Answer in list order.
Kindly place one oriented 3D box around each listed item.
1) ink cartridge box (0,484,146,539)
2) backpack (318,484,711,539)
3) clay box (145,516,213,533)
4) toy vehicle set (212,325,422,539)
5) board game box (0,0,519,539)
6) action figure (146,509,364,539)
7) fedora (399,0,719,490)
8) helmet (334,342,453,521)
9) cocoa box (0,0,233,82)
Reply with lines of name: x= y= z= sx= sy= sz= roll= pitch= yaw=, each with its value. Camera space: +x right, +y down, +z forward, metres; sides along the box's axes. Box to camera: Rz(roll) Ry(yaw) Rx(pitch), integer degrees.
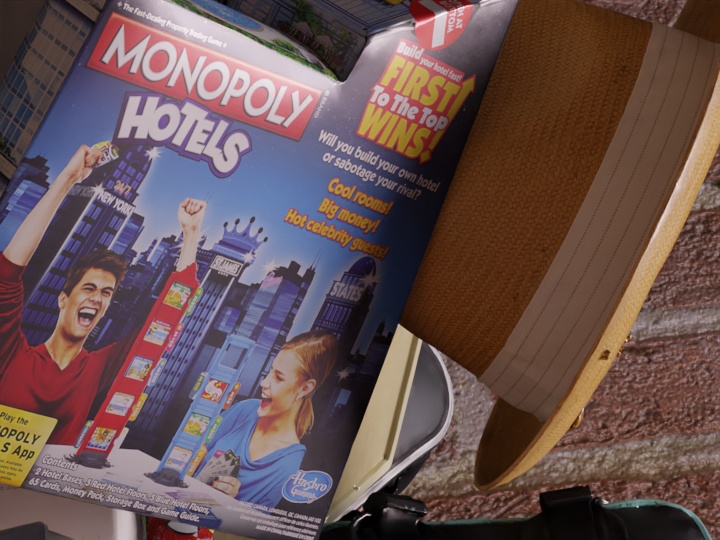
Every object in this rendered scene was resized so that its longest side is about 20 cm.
ink cartridge box: x=-0.109 y=0.139 z=0.836 sx=0.117 sy=0.067 sz=0.201 roll=87 pitch=-3 yaw=-63
backpack: x=0.054 y=0.197 z=0.833 sx=0.201 sy=0.174 sz=0.154 roll=-104 pitch=-159 yaw=-43
clay box: x=-0.068 y=0.088 z=1.047 sx=0.200 sy=0.047 sz=0.116 roll=-42 pitch=151 yaw=-51
toy vehicle set: x=0.000 y=0.000 z=0.866 sx=0.124 sy=0.026 sz=0.201 roll=-33 pitch=139 yaw=-65
board game box: x=-0.045 y=-0.026 z=0.718 sx=0.199 sy=0.062 sz=0.201 roll=21 pitch=100 yaw=-50
action figure: x=0.009 y=0.130 z=0.960 sx=0.100 sy=0.199 sz=0.065 roll=-65 pitch=-172 yaw=-12
fedora: x=0.061 y=-0.027 z=0.801 sx=0.201 sy=0.081 sz=0.202 roll=-90 pitch=-154 yaw=-83
helmet: x=-0.062 y=0.067 z=1.280 sx=0.191 sy=0.200 sz=0.200 roll=48 pitch=-8 yaw=9
cocoa box: x=-0.079 y=-0.100 z=0.814 sx=0.131 sy=0.133 sz=0.201 roll=-53 pitch=149 yaw=-44
